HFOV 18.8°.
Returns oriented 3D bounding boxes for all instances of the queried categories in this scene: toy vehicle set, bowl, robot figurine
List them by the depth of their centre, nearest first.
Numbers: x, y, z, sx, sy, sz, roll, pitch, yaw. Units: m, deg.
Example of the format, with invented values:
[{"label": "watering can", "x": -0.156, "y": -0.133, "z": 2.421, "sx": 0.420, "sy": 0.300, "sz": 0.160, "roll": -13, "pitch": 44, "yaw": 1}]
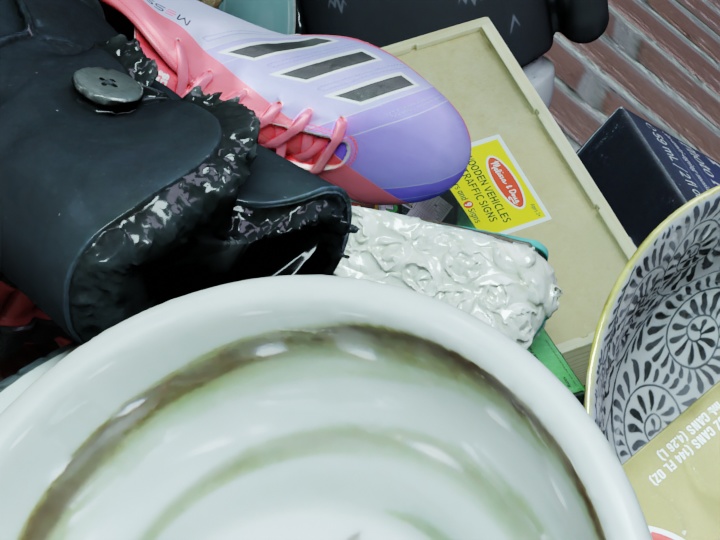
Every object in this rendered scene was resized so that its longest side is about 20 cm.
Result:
[{"label": "bowl", "x": 0.160, "y": 0.068, "z": 0.845, "sx": 0.201, "sy": 0.201, "sz": 0.094, "roll": 37, "pitch": -21, "yaw": -9}, {"label": "toy vehicle set", "x": 0.038, "y": -0.023, "z": 0.947, "sx": 0.124, "sy": 0.027, "sz": 0.200, "roll": -17, "pitch": 50, "yaw": -11}, {"label": "robot figurine", "x": 0.030, "y": -0.144, "z": 1.080, "sx": 0.150, "sy": 0.200, "sz": 0.125, "roll": 6, "pitch": 24, "yaw": 42}]

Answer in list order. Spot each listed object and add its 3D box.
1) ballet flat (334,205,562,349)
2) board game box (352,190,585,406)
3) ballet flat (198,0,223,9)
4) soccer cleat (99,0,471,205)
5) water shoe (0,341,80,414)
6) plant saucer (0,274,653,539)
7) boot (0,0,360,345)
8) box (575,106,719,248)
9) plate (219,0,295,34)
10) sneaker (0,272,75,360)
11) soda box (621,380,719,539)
[{"label": "ballet flat", "x": -0.024, "y": -0.002, "z": 0.834, "sx": 0.200, "sy": 0.072, "sz": 0.072, "roll": 15, "pitch": 17, "yaw": 14}, {"label": "board game box", "x": 0.000, "y": 0.000, "z": 0.889, "sx": 0.105, "sy": 0.023, "sz": 0.200, "roll": -14, "pitch": 48, "yaw": -20}, {"label": "ballet flat", "x": -0.127, "y": -0.143, "z": 0.937, "sx": 0.065, "sy": 0.071, "sz": 0.200, "roll": -13, "pitch": 23, "yaw": -30}, {"label": "soccer cleat", "x": -0.054, "y": -0.070, "z": 0.829, "sx": 0.200, "sy": 0.067, "sz": 0.076, "roll": 26, "pitch": 26, "yaw": -2}, {"label": "water shoe", "x": -0.066, "y": 0.057, "z": 0.673, "sx": 0.200, "sy": 0.071, "sz": 0.079, "roll": -27, "pitch": 87, "yaw": -56}, {"label": "plant saucer", "x": -0.020, "y": 0.101, "z": 0.524, "sx": 0.200, "sy": 0.200, "sz": 0.050, "roll": 53, "pitch": 2, "yaw": 31}, {"label": "boot", "x": -0.117, "y": -0.039, "z": 0.620, "sx": 0.200, "sy": 0.077, "sz": 0.168, "roll": -1, "pitch": 29, "yaw": -42}, {"label": "box", "x": 0.190, "y": 0.052, "z": 1.048, "sx": 0.198, "sy": 0.123, "sz": 0.200, "roll": 26, "pitch": 26, "yaw": -36}, {"label": "plate", "x": -0.087, "y": -0.174, "z": 1.003, "sx": 0.026, "sy": 0.200, "sz": 0.200, "roll": -22, "pitch": 55, "yaw": -20}, {"label": "sneaker", "x": -0.113, "y": -0.015, "z": 0.738, "sx": 0.087, "sy": 0.074, "sz": 0.200, "roll": 49, "pitch": 23, "yaw": 25}, {"label": "soda box", "x": 0.048, "y": 0.118, "z": 0.560, "sx": 0.068, "sy": 0.200, "sz": 0.064, "roll": 49, "pitch": 0, "yaw": 22}]
